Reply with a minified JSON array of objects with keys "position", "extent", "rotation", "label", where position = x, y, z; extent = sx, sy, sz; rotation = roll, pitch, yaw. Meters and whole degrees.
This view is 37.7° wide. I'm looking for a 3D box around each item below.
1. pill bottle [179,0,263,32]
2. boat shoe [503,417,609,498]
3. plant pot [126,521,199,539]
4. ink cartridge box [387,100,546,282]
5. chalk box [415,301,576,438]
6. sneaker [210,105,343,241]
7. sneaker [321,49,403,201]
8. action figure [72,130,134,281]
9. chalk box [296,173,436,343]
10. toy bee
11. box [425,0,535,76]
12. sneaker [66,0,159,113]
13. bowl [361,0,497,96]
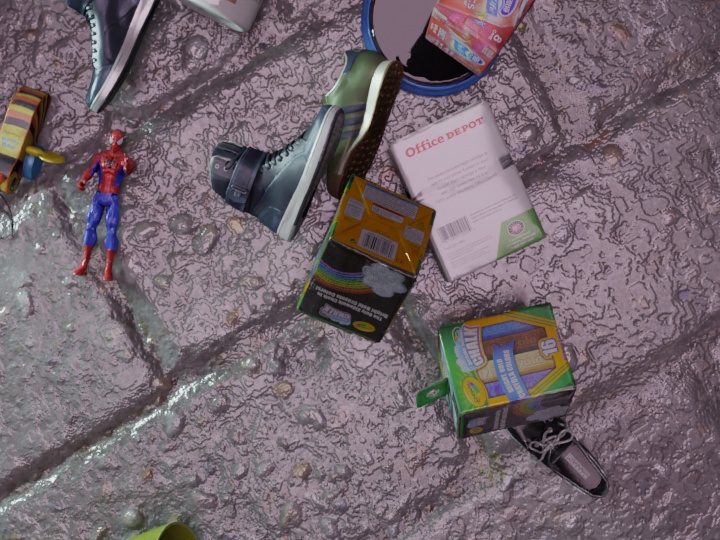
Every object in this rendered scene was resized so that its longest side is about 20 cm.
[{"position":[-0.156,-0.426,1.374],"extent":[0.114,0.114,0.202],"rotation":[24,92,-3],"label":"pill bottle"},{"position":[0.262,0.238,1.447],"extent":[0.074,0.068,0.200],"rotation":[-41,93,1],"label":"boat shoe"},{"position":[-0.320,0.449,1.407],"extent":[0.198,0.187,0.189],"rotation":[-15,94,14],"label":"plant pot"},{"position":[0.139,-0.106,1.415],"extent":[0.145,0.084,0.202],"rotation":[-24,93,0],"label":"ink cartridge box"},{"position":[0.167,0.139,1.394],"extent":[0.198,0.125,0.125],"rotation":[-11,66,-1],"label":"chalk box"},{"position":[-0.115,-0.152,1.375],"extent":[0.145,0.077,0.203],"rotation":[31,121,3],"label":"sneaker"},{"position":[-0.017,-0.203,1.422],"extent":[0.089,0.067,0.202],"rotation":[31,109,26],"label":"sneaker"},{"position":[-0.343,-0.088,1.402],"extent":[0.065,0.099,0.202],"rotation":[10,91,-3],"label":"action figure"},{"position":[0.000,0.000,1.382],"extent":[0.124,0.201,0.125],"rotation":[23,49,-5],"label":"chalk box"},{"position":[-0.455,-0.144,1.389],"extent":[0.129,0.109,0.202],"rotation":[-4,94,-3],"label":"toy bee"},{"position":[0.149,-0.319,1.306],"extent":[0.095,0.200,0.100],"rotation":[36,92,-1],"label":"box"},{"position":[-0.359,-0.322,1.387],"extent":[0.145,0.077,0.204],"rotation":[23,83,-14],"label":"sneaker"},{"position":[0.100,-0.338,1.423],"extent":[0.198,0.039,0.203],"rotation":[0,93,-1],"label":"bowl"}]
